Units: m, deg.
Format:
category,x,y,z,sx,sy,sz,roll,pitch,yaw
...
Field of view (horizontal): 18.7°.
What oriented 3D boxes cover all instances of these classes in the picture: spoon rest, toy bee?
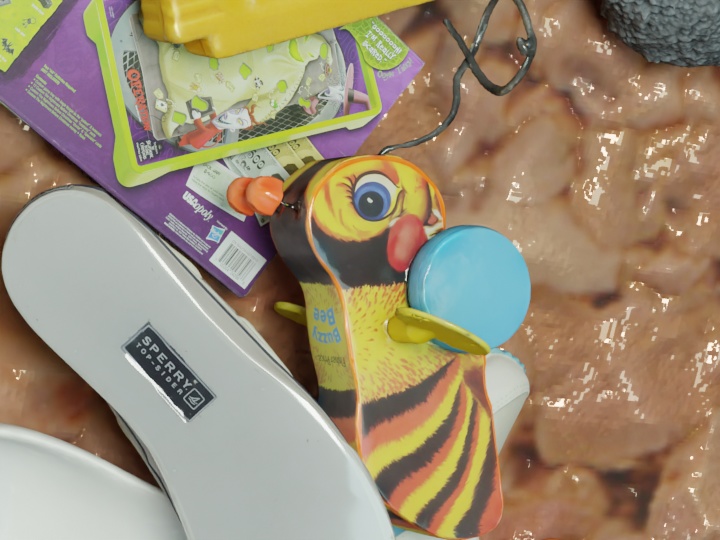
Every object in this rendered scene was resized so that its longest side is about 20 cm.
category,x,y,z,sx,sy,sz,roll,pitch,yaw
spoon rest,-0.102,0.095,0.831,0.200,0.061,0.099,-8,117,-29
toy bee,0.000,0.000,0.818,0.109,0.131,0.200,3,68,-25

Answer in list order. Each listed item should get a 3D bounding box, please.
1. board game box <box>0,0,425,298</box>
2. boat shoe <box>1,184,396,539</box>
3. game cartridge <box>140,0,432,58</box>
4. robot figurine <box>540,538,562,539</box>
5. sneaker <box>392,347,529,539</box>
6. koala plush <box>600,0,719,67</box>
category,x,y,z,sx,sy,sz,roll,pitch,yaw
board game box,-0.077,-0.092,0.806,0.120,0.032,0.200,-50,124,-2
boat shoe,-0.056,0.052,0.804,0.072,0.066,0.200,-42,92,7
game cartridge,-0.013,-0.189,0.788,0.176,0.032,0.200,-20,110,-32
robot figurine,0.099,0.198,0.921,0.117,0.144,0.200,-46,156,-21
sneaker,0.018,0.120,0.874,0.200,0.081,0.077,-55,165,-20
koala plush,0.189,-0.151,0.837,0.177,0.200,0.184,15,98,-33
